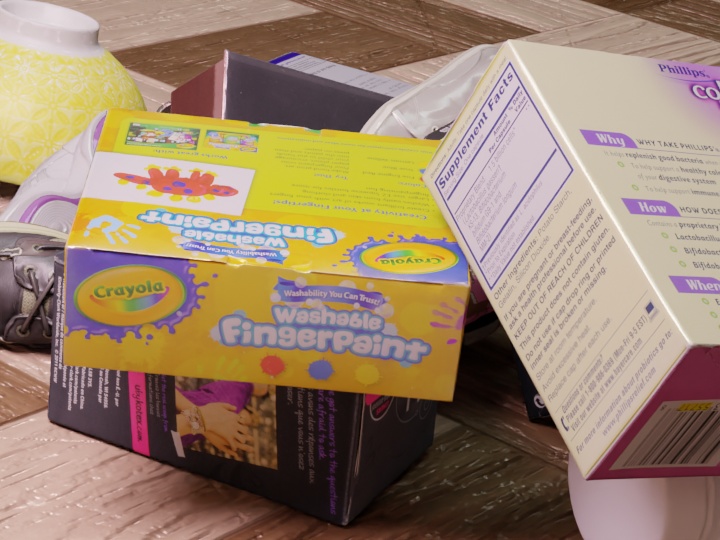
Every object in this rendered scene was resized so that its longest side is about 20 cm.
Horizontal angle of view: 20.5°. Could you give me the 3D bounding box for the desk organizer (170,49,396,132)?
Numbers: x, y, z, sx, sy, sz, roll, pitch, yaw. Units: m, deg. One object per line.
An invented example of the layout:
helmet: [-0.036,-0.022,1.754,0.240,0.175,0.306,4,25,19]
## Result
desk organizer: [-0.025,-0.079,1.329,0.199,0.072,0.077,12,-20,-32]

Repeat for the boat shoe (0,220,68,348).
boat shoe: [-0.187,0.012,1.230,0.200,0.072,0.066,0,18,-31]

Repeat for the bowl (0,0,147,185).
bowl: [-0.247,-0.143,1.515,0.199,0.108,0.200,13,17,-4]

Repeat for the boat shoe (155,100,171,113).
boat shoe: [-0.110,-0.072,1.402,0.070,0.070,0.200,-31,39,1]

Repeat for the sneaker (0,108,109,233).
sneaker: [-0.205,-0.025,1.340,0.075,0.099,0.200,48,39,-13]

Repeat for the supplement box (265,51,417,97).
supplement box: [0.006,-0.085,1.495,0.199,0.102,0.103,17,24,22]

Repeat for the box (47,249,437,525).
box: [-0.064,0.047,1.137,0.199,0.106,0.122,17,26,21]

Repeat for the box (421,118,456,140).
box: [0.137,-0.047,1.171,0.199,0.050,0.075,12,22,22]

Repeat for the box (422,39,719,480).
box: [0.156,-0.005,0.978,0.175,0.097,0.200,2,47,-34]

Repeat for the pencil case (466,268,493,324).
pencil case: [0.062,-0.008,1.242,0.087,0.083,0.200,43,40,20]

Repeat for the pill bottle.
pill bottle: [0.219,0.105,1.072,0.199,0.120,0.120,-4,25,-27]

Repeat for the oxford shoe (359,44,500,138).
oxford shoe: [0.054,-0.084,1.290,0.058,0.075,0.200,15,43,36]

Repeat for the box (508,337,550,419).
box: [0.209,0.026,1.246,0.141,0.079,0.200,-12,3,45]

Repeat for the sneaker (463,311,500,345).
sneaker: [0.000,0.000,1.301,0.199,0.088,0.074,6,22,-4]

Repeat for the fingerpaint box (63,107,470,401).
fingerpaint box: [-0.047,-0.011,1.050,0.199,0.074,0.167,5,29,-2]
